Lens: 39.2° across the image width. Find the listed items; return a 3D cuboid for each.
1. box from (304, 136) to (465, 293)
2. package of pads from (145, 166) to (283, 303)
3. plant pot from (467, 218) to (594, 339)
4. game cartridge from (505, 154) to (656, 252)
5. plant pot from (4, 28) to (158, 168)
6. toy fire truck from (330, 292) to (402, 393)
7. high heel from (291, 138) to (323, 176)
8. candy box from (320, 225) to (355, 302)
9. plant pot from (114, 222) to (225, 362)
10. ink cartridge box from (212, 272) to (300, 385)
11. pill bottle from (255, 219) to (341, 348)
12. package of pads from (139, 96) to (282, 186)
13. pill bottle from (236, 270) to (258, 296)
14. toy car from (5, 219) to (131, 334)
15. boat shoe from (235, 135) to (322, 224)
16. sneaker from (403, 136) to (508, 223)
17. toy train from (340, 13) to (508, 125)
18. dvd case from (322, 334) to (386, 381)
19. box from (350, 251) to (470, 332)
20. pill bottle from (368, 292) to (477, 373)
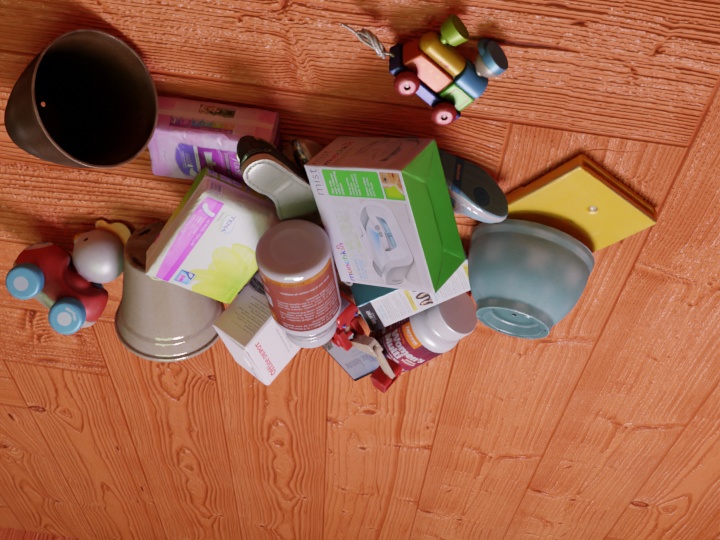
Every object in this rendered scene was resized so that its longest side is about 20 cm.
[{"bbox_3d":[0.037,-0.083,1.445,0.176,0.097,0.201,8,128,37],"label":"box"},{"bbox_3d":[-0.215,-0.047,1.541,0.154,0.068,0.200,22,128,-27],"label":"package of pads"},{"bbox_3d":[0.254,0.026,1.591,0.199,0.135,0.200,17,160,7],"label":"plant pot"},{"bbox_3d":[0.319,-0.086,1.549,0.176,0.033,0.200,30,144,-27],"label":"game cartridge"},{"bbox_3d":[-0.418,-0.224,1.426,0.199,0.188,0.187,-6,146,47],"label":"plant pot"},{"bbox_3d":[-0.003,0.116,1.700,0.141,0.049,0.200,36,162,25],"label":"toy fire truck"},{"bbox_3d":[-0.109,-0.132,1.548,0.142,0.072,0.200,-10,151,16],"label":"high heel"},{"bbox_3d":[0.000,0.000,1.734,0.116,0.057,0.200,-2,143,18],"label":"candy box"},{"bbox_3d":[-0.337,0.023,1.761,0.199,0.201,0.184,8,135,3],"label":"plant pot"},{"bbox_3d":[-0.135,0.069,1.677,0.084,0.200,0.146,32,160,27],"label":"ink cartridge box"},{"bbox_3d":[-0.088,0.027,1.521,0.112,0.113,0.200,3,142,10],"label":"pill bottle"},{"bbox_3d":[-0.218,-0.187,1.498,0.199,0.076,0.121,8,149,4],"label":"package of pads"},{"bbox_3d":[-0.204,-0.025,1.700,0.112,0.113,0.200,-8,143,25],"label":"pill bottle"},{"bbox_3d":[-0.490,-0.020,1.782,0.177,0.184,0.200,41,98,-9],"label":"toy car"},{"bbox_3d":[-0.111,-0.127,1.456,0.072,0.061,0.201,-32,147,9],"label":"boat shoe"},{"bbox_3d":[0.114,-0.112,1.521,0.199,0.080,0.131,30,141,-12],"label":"sneaker"},{"bbox_3d":[0.086,-0.283,1.279,0.200,0.085,0.116,34,129,-31],"label":"toy train"},{"bbox_3d":[-0.045,0.114,1.849,0.200,0.018,0.143,47,150,-5],"label":"dvd case"},{"bbox_3d":[0.090,0.026,1.686,0.199,0.049,0.082,-23,140,5],"label":"box"},{"bbox_3d":[0.111,0.107,1.812,0.109,0.110,0.200,27,143,-24],"label":"pill bottle"}]
